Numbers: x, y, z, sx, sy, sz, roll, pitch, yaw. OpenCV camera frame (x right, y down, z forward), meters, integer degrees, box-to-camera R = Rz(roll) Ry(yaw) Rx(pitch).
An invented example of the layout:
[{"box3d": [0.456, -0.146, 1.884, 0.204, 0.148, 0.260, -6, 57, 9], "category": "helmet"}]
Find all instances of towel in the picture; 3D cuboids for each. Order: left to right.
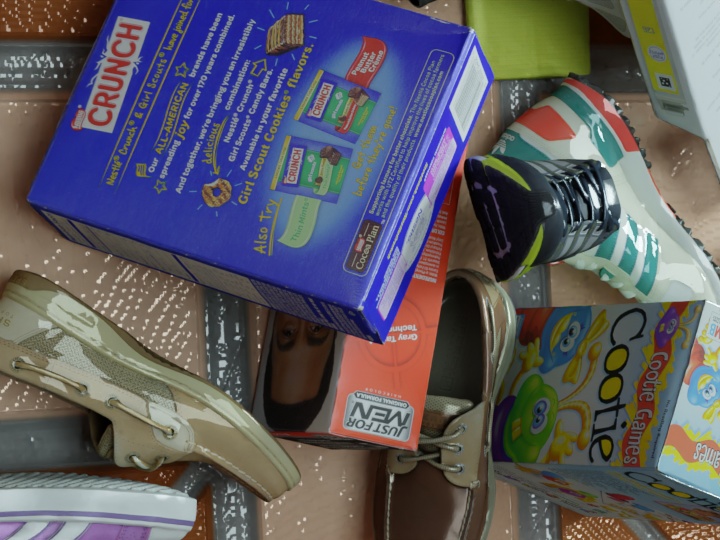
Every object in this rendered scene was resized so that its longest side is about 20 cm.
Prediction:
[{"box3d": [0.096, -0.217, 1.702, 0.086, 0.018, 0.200, -4, 91, -25], "category": "towel"}]

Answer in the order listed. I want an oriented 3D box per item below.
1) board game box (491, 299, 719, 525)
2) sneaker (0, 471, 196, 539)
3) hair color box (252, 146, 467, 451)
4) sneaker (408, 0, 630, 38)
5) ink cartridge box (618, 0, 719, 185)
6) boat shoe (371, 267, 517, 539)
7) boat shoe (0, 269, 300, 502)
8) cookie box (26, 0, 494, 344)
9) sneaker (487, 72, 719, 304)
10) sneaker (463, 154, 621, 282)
[{"box3d": [0.165, 0.083, 1.621, 0.105, 0.200, 0.103, 24, 76, -28], "category": "board game box"}, {"box3d": [-0.186, 0.167, 1.494, 0.200, 0.073, 0.114, -1, 92, -20], "category": "sneaker"}, {"box3d": [0.000, 0.000, 1.586, 0.061, 0.101, 0.200, 13, 81, -28], "category": "hair color box"}, {"box3d": [0.084, -0.185, 1.661, 0.200, 0.076, 0.115, 43, 89, -23], "category": "sneaker"}, {"box3d": [0.234, -0.185, 1.689, 0.198, 0.047, 0.200, -49, 139, -29], "category": "ink cartridge box"}, {"box3d": [0.043, 0.092, 1.611, 0.076, 0.072, 0.200, 4, 75, 13], "category": "boat shoe"}, {"box3d": [-0.124, 0.078, 1.533, 0.200, 0.071, 0.065, 35, 78, -16], "category": "boat shoe"}, {"box3d": [-0.053, -0.073, 1.509, 0.200, 0.075, 0.171, 18, 75, 17], "category": "cookie box"}, {"box3d": [0.149, -0.018, 1.703, 0.093, 0.070, 0.200, -35, 108, -8], "category": "sneaker"}, {"box3d": [0.105, -0.038, 1.566, 0.081, 0.200, 0.074, -18, 90, 2], "category": "sneaker"}]
